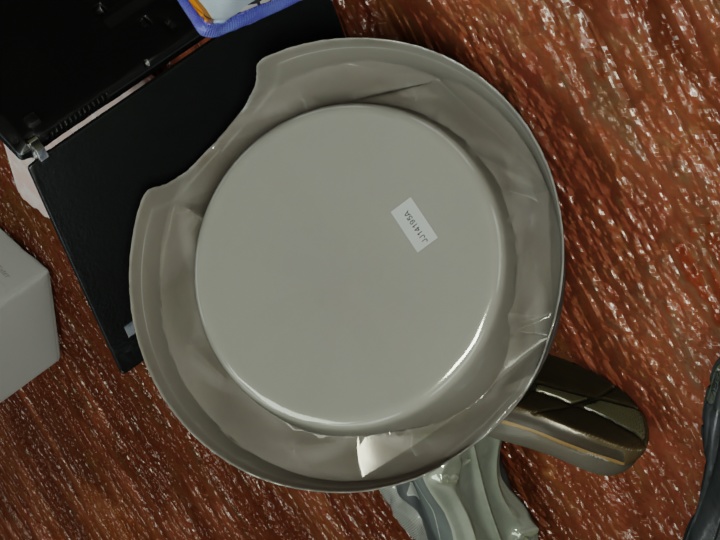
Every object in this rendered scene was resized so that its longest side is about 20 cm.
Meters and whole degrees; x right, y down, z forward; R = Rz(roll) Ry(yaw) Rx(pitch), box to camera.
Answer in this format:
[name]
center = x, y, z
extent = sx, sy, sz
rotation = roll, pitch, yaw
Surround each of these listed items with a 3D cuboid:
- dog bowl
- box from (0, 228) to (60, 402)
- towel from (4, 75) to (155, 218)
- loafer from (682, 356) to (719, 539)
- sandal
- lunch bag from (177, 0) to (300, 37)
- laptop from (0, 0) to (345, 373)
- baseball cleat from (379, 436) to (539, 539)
[dog bowl]
center = 0.000, 0.000, 1.125
extent = 0.200, 0.200, 0.059
rotation = 46, -173, 17
[box]
center = -0.330, 0.041, 1.738
extent = 0.152, 0.200, 0.106
rotation = 41, 151, 26
[towel]
center = -0.152, -0.072, 1.478
extent = 0.200, 0.032, 0.191
rotation = 36, 151, 35
[loafer]
center = 0.179, 0.109, 1.076
extent = 0.070, 0.068, 0.201
rotation = 46, 153, 37
[sandal]
center = 0.038, 0.053, 1.194
extent = 0.199, 0.082, 0.055
rotation = 24, 120, 7
[lunch bag]
center = -0.059, -0.224, 1.013
extent = 0.200, 0.124, 0.170
rotation = 62, 158, 16
[laptop]
center = -0.108, -0.091, 1.196
extent = 0.200, 0.177, 0.103
rotation = 45, 154, 17
[baseball cleat]
center = 0.034, 0.090, 1.311
extent = 0.106, 0.070, 0.200
rotation = 31, 146, 40
